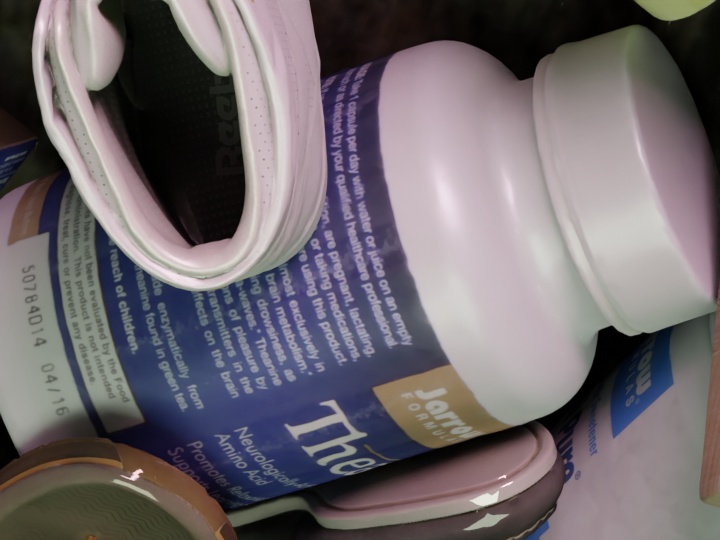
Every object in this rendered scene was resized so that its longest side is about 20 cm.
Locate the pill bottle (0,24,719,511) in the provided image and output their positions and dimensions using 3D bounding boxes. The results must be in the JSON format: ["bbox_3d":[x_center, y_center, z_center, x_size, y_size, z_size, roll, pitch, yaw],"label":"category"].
[{"bbox_3d":[0.000,0.000,0.810,0.199,0.111,0.111,-18,125,20],"label":"pill bottle"}]

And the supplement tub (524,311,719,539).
[{"bbox_3d":[0.106,0.092,0.861,0.132,0.132,0.200,31,125,-18],"label":"supplement tub"}]

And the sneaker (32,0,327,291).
[{"bbox_3d":[-0.047,-0.093,0.693,0.073,0.116,0.201,-13,94,4],"label":"sneaker"}]

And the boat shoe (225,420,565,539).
[{"bbox_3d":[0.001,0.084,0.866,0.200,0.067,0.057,-11,110,53],"label":"boat shoe"}]

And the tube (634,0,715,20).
[{"bbox_3d":[0.027,-0.145,0.730,0.200,0.058,0.052,38,125,-24],"label":"tube"}]

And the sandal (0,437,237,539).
[{"bbox_3d":[-0.104,0.120,0.823,0.080,0.054,0.200,31,127,-25],"label":"sandal"}]

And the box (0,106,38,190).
[{"bbox_3d":[-0.176,0.036,0.811,0.032,0.121,0.200,37,101,2],"label":"box"}]

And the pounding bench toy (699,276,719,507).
[{"bbox_3d":[0.213,0.005,0.713,0.199,0.125,0.156,15,158,-15],"label":"pounding bench toy"}]
